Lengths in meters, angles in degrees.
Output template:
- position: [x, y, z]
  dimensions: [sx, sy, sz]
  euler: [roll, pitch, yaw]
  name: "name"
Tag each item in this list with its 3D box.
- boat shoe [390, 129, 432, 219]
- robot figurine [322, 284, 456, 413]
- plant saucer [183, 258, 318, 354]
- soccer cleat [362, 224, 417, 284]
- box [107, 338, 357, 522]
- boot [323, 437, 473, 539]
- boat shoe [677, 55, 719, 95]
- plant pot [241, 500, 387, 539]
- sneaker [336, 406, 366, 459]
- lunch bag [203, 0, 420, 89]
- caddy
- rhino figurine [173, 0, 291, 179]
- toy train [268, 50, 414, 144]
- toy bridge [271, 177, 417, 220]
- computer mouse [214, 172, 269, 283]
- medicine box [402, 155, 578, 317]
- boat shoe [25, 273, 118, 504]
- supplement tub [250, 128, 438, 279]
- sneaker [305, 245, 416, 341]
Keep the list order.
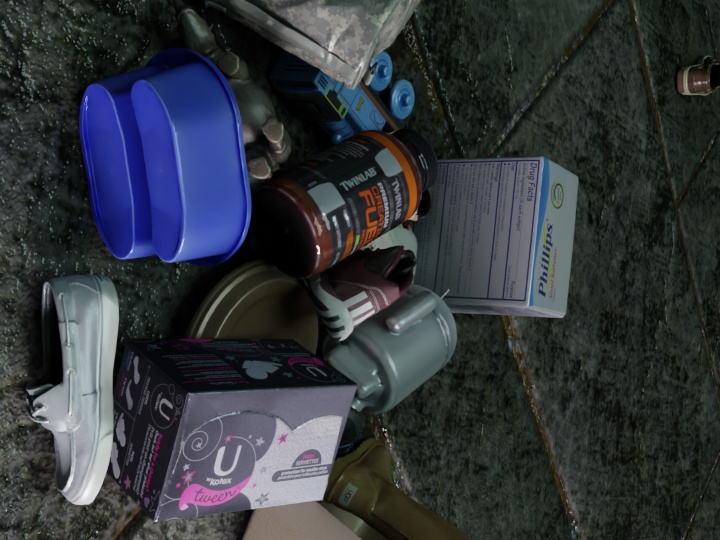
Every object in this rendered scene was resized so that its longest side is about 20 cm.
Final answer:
- position: [0.055, -0.109, 1.378]
  dimensions: [0.057, 0.067, 0.200]
  euler: [55, 1, 14]
  name: "boat shoe"
- position: [0.035, 0.088, 1.370]
  dimensions: [0.113, 0.170, 0.200]
  euler: [47, 48, 11]
  name: "robot figurine"
- position: [-0.108, 0.088, 1.216]
  dimensions: [0.200, 0.029, 0.201]
  euler: [-28, 127, -44]
  name: "plant saucer"
- position: [0.013, -0.029, 1.379]
  dimensions: [0.200, 0.069, 0.078]
  euler: [18, 60, -57]
  name: "soccer cleat"
- position: [-0.122, 0.145, 1.105]
  dimensions: [0.199, 0.115, 0.133]
  euler: [3, 109, -42]
  name: "box"
- position: [0.061, 0.269, 1.264]
  dimensions: [0.066, 0.199, 0.175]
  euler: [-61, 166, 14]
  name: "boot"
- position: [0.687, -0.376, 2.306]
  dimensions: [0.202, 0.075, 0.075]
  euler: [-29, 115, -50]
  name: "boat shoe"
- position: [-0.028, 0.355, 1.238]
  dimensions: [0.178, 0.200, 0.200]
  euler: [-56, 138, -5]
  name: "plant pot"
- position: [-0.040, 0.187, 1.282]
  dimensions: [0.082, 0.073, 0.200]
  euler: [-61, 157, -18]
  name: "sneaker"
- position: [-0.045, -0.289, 1.182]
  dimensions: [0.199, 0.139, 0.168]
  euler: [31, 56, -2]
  name: "lunch bag"
- position: [-0.168, -0.097, 1.066]
  dimensions: [0.105, 0.141, 0.201]
  euler: [-21, 109, -49]
  name: "caddy"
- position: [-0.129, -0.176, 1.130]
  dimensions: [0.201, 0.060, 0.087]
  euler: [58, 0, 0]
  name: "rhino figurine"
- position: [-0.015, -0.199, 1.329]
  dimensions: [0.200, 0.086, 0.115]
  euler: [48, 63, -48]
  name: "toy train"
- position: [-0.024, -0.079, 1.287]
  dimensions: [0.199, 0.027, 0.068]
  euler: [14, 80, -25]
  name: "toy bridge"
- position: [-0.122, -0.083, 1.199]
  dimensions: [0.109, 0.044, 0.201]
  euler: [-27, 112, -32]
  name: "computer mouse"
- position: [0.154, -0.040, 1.468]
  dimensions: [0.103, 0.199, 0.183]
  euler: [16, 79, -53]
  name: "medicine box"
- position: [-0.257, 0.102, 1.025]
  dimensions: [0.071, 0.070, 0.202]
  euler: [4, 90, -35]
  name: "boat shoe"
- position: [-0.010, -0.078, 1.208]
  dimensions: [0.200, 0.107, 0.107]
  euler: [-33, 118, -35]
  name: "supplement tub"
- position: [0.000, 0.000, 1.250]
  dimensions: [0.200, 0.115, 0.076]
  euler: [-117, -178, -62]
  name: "sneaker"
